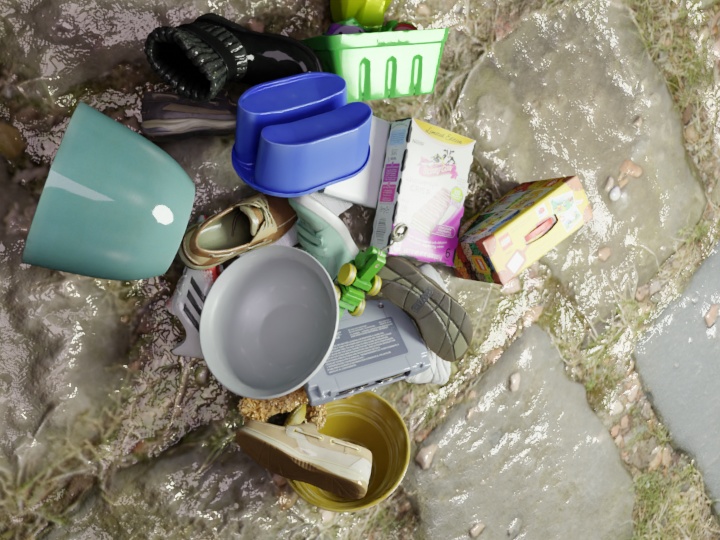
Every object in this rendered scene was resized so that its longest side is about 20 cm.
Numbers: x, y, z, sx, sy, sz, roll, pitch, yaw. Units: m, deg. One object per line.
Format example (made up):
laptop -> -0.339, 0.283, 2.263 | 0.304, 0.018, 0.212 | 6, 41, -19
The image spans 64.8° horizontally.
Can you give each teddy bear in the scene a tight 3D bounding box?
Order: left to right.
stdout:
teddy bear -> -0.093, 0.163, 0.850 | 0.195, 0.067, 0.148 | 7, 56, -14

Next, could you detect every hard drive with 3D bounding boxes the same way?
hard drive -> 0.034, -0.163, 0.889 | 0.196, 0.026, 0.135 | 11, 89, -33

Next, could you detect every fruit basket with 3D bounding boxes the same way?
fruit basket -> 0.014, -0.363, 0.840 | 0.211, 0.155, 0.221 | -9, 111, -23

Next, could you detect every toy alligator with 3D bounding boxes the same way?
toy alligator -> 0.000, 0.000, 0.809 | 0.058, 0.055, 0.201 | 22, 115, -33

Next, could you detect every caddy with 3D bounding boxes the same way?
caddy -> -0.075, -0.174, 0.751 | 0.197, 0.106, 0.142 | -23, 58, -26

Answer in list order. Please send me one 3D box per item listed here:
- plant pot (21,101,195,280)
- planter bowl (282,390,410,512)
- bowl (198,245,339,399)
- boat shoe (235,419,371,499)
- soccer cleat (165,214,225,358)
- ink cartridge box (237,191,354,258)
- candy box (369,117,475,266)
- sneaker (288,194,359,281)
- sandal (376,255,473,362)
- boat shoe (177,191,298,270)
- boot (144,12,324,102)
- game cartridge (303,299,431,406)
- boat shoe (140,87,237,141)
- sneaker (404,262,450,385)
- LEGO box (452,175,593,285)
plant pot -> -0.304, -0.079, 0.713 | 0.158, 0.200, 0.205 | 21, 86, -26
planter bowl -> -0.024, 0.285, 0.864 | 0.196, 0.202, 0.085 | -17, 137, -17
bowl -> -0.112, 0.077, 0.771 | 0.196, 0.091, 0.206 | -5, 68, 13
boat shoe -> -0.076, 0.249, 0.792 | 0.196, 0.075, 0.070 | 21, 44, 6
soccer cleat -> -0.236, 0.025, 0.807 | 0.083, 0.069, 0.206 | -3, 95, -13
ink cartridge box -> -0.113, -0.089, 0.859 | 0.198, 0.037, 0.096 | -34, 103, -14
candy box -> 0.098, -0.118, 0.884 | 0.134, 0.061, 0.206 | 8, 92, -32
sneaker -> -0.073, -0.027, 0.815 | 0.118, 0.073, 0.201 | -47, 146, -7
sandal -> 0.096, 0.054, 0.864 | 0.199, 0.055, 0.082 | 41, 97, -12
boat shoe -> -0.151, -0.062, 0.773 | 0.198, 0.073, 0.077 | -35, 100, -31
boot -> -0.159, -0.269, 0.750 | 0.206, 0.159, 0.081 | 17, 121, -1
game cartridge -> -0.005, 0.113, 0.849 | 0.196, 0.041, 0.135 | -11, 60, -23
boat shoe -> -0.210, -0.229, 0.798 | 0.195, 0.074, 0.075 | -9, 96, -20
sneaker -> 0.093, 0.092, 0.924 | 0.097, 0.078, 0.206 | -5, 94, -15
LEGO box -> 0.250, -0.067, 0.930 | 0.198, 0.148, 0.078 | -34, 103, -15
